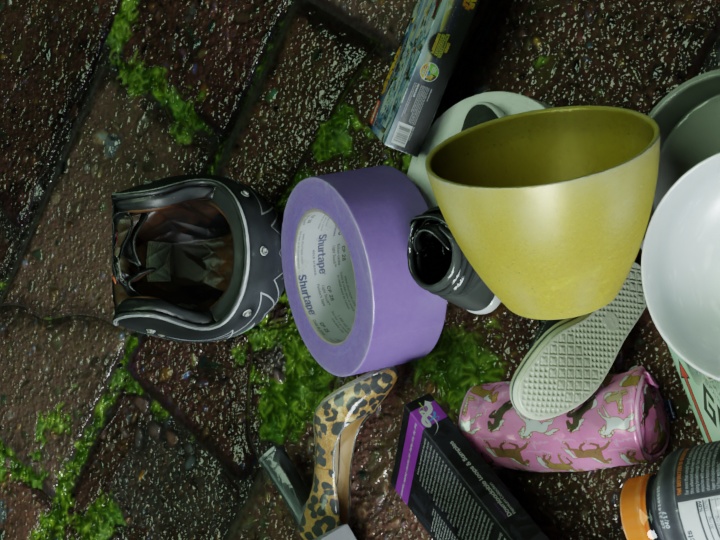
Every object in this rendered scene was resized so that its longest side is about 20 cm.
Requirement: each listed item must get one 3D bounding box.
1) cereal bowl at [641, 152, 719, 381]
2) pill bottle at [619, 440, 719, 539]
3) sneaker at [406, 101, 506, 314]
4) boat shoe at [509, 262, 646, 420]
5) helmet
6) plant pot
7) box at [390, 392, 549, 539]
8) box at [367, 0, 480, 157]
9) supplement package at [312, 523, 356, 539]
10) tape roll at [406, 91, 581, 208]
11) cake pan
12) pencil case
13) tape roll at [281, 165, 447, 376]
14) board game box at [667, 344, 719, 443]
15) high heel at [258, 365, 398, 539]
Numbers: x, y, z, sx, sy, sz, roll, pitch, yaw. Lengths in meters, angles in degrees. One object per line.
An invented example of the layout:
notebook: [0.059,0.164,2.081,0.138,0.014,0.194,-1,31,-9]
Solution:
cereal bowl: [0.340,-0.003,1.203,0.199,0.083,0.201,-2,86,35]
pill bottle: [0.316,0.189,1.195,0.199,0.106,0.107,-17,75,34]
sneaker: [0.095,-0.064,1.343,0.070,0.099,0.201,1,84,39]
boat shoe: [0.190,0.063,1.311,0.062,0.200,0.075,-10,120,50]
helmet: [-0.172,-0.013,1.567,0.200,0.189,0.201,179,90,-80]
plant pot: [0.165,-0.043,1.255,0.199,0.200,0.143,7,119,37]
box: [0.103,0.232,1.382,0.200,0.036,0.143,52,153,29]
box: [0.068,-0.221,1.457,0.137,0.040,0.201,-118,49,-74]
supplement package: [-0.069,0.394,1.447,0.200,0.147,0.192,-36,80,28]
tape roll: [0.142,-0.070,1.413,0.202,0.071,0.204,-5,81,36]
cake pan: [0.332,-0.078,1.292,0.199,0.037,0.202,-5,82,37]
pencil case: [0.186,0.140,1.349,0.199,0.087,0.083,-10,111,35]
tape roll: [0.000,0.000,1.449,0.200,0.085,0.201,30,125,56]
board game box: [0.359,0.120,1.255,0.134,0.029,0.201,-30,68,31]
high heel: [-0.002,0.200,1.501,0.200,0.071,0.143,-43,72,24]
